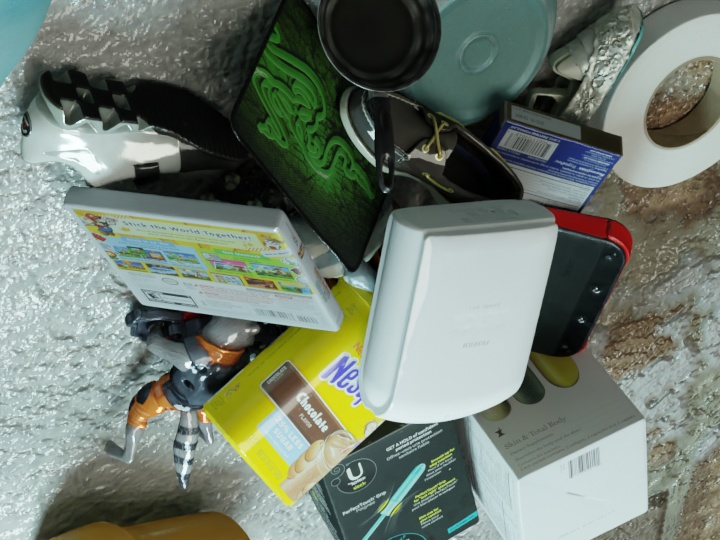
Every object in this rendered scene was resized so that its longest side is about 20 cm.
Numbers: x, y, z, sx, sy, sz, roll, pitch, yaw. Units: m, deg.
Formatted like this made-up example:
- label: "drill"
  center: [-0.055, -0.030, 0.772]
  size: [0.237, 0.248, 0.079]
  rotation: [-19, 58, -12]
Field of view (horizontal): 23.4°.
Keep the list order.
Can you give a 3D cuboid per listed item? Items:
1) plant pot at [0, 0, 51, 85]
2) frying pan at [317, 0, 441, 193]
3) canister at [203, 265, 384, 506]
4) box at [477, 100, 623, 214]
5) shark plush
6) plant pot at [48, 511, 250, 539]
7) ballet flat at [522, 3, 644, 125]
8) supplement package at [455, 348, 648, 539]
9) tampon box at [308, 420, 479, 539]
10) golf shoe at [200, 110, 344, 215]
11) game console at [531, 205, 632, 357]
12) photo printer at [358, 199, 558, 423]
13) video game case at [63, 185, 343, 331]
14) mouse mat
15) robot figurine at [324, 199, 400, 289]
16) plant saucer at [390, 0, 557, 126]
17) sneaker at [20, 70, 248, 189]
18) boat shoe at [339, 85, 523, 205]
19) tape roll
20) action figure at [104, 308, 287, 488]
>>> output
- label: "plant pot"
  center: [-0.307, -0.202, 1.217]
  size: [0.198, 0.201, 0.189]
  rotation: [-8, 145, -26]
- label: "frying pan"
  center: [0.028, -0.173, 1.482]
  size: [0.114, 0.031, 0.192]
  rotation: [-23, 95, -21]
- label: "canister"
  center: [-0.033, 0.107, 1.605]
  size: [0.200, 0.087, 0.149]
  rotation: [-42, 136, -6]
- label: "box"
  center: [0.152, -0.072, 1.658]
  size: [0.120, 0.033, 0.201]
  rotation: [15, 138, -14]
- label: "shark plush"
  center: [-0.057, -0.043, 1.513]
  size: [0.198, 0.091, 0.084]
  rotation: [11, 98, -32]
- label: "plant pot"
  center: [-0.200, 0.331, 1.738]
  size: [0.182, 0.200, 0.202]
  rotation: [-20, 137, -39]
- label: "ballet flat"
  center: [0.195, -0.167, 1.637]
  size: [0.071, 0.072, 0.201]
  rotation: [7, 123, -36]
- label: "supplement package"
  center: [0.184, 0.169, 1.816]
  size: [0.151, 0.200, 0.152]
  rotation: [-23, 135, -13]
- label: "tampon box"
  center: [0.018, 0.192, 1.786]
  size: [0.149, 0.126, 0.201]
  rotation: [-26, 135, -10]
- label: "golf shoe"
  center: [-0.075, -0.062, 1.552]
  size: [0.200, 0.077, 0.088]
  rotation: [-43, 141, 7]
- label: "game console"
  center: [0.162, 0.007, 1.712]
  size: [0.175, 0.031, 0.201]
  rotation: [14, 139, -3]
- label: "photo printer"
  center: [0.083, 0.041, 1.539]
  size: [0.165, 0.069, 0.202]
  rotation: [-5, 118, -35]
- label: "video game case"
  center: [-0.130, -0.009, 1.477]
  size: [0.182, 0.198, 0.023]
  rotation: [61, 41, -57]
- label: "mouse mat"
  center: [-0.032, -0.116, 1.480]
  size: [0.007, 0.162, 0.200]
  rotation: [-8, 137, 36]
- label: "robot figurine"
  center: [0.000, 0.000, 1.661]
  size: [0.144, 0.058, 0.201]
  rotation: [-31, 136, -4]
- label: "plant saucer"
  center: [0.099, -0.204, 1.568]
  size: [0.198, 0.036, 0.201]
  rotation: [-17, 134, -19]
- label: "sneaker"
  center: [-0.192, -0.107, 1.450]
  size: [0.198, 0.074, 0.089]
  rotation: [11, 130, -31]
- label: "boat shoe"
  center: [0.066, -0.109, 1.541]
  size: [0.060, 0.072, 0.200]
  rotation: [-11, 147, 44]
- label: "tape roll"
  center: [0.318, -0.175, 1.728]
  size: [0.201, 0.037, 0.204]
  rotation: [-17, 133, -18]
- label: "action figure"
  center: [-0.134, 0.105, 1.639]
  size: [0.198, 0.105, 0.194]
  rotation: [2, 134, -31]
